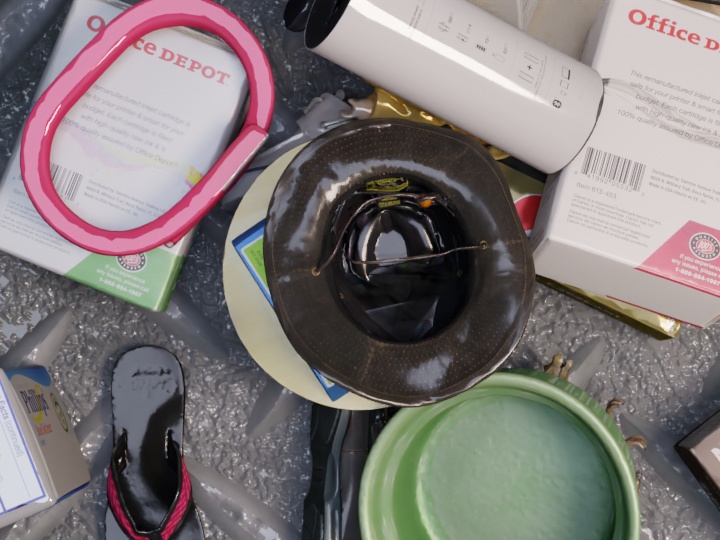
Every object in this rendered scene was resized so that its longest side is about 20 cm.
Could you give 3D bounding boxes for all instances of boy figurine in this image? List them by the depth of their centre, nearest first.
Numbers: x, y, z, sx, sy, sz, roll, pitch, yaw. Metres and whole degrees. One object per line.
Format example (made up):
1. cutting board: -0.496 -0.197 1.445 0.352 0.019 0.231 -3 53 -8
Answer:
1. boy figurine: 0.037 -0.144 1.355 0.200 0.065 0.124 37 113 -19

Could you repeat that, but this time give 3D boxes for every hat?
1. hat: 0.023 0.000 1.308 0.199 0.081 0.202 1 76 -4

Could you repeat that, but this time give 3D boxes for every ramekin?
1. ramekin: 0.105 0.164 1.356 0.198 0.098 0.202 2 97 13

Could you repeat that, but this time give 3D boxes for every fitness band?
1. fitness band: -0.150 -0.102 1.348 0.144 0.037 0.200 43 85 3

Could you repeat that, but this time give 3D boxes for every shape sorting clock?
1. shape sorting clock: 0.000 0.000 1.366 0.198 0.039 0.202 0 84 -1

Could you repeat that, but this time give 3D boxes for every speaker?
1. speaker: 0.063 -0.143 1.281 0.199 0.081 0.082 25 87 -21

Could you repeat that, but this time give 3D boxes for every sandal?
1. sandal: -0.158 0.157 1.414 0.075 0.045 0.202 -5 88 -1

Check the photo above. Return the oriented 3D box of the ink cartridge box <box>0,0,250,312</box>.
1. ink cartridge box: -0.175 -0.087 1.405 0.144 0.088 0.201 21 89 -1

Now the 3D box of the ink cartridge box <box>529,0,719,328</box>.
1. ink cartridge box: 0.215 -0.081 1.356 0.144 0.084 0.201 18 73 -3

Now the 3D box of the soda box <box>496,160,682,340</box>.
1. soda box: 0.154 -0.018 1.415 0.199 0.068 0.064 25 87 0

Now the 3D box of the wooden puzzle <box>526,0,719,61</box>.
1. wooden puzzle: 0.169 -0.190 1.442 0.185 0.037 0.200 42 92 1

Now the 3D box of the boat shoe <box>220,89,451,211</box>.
1. boat shoe: -0.016 -0.098 1.419 0.199 0.071 0.070 -17 79 -4

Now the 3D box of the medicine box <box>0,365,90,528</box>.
1. medicine box: -0.309 0.149 1.345 0.199 0.182 0.104 -22 88 -1

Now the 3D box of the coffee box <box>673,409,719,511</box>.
1. coffee box: 0.346 0.115 1.405 0.200 0.080 0.115 -36 88 -2

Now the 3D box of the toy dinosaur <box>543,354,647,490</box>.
1. toy dinosaur: 0.158 0.161 1.423 0.100 0.058 0.202 11 99 11

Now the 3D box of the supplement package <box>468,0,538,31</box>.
1. supplement package: 0.045 -0.290 1.329 0.190 0.200 0.148 18 73 13

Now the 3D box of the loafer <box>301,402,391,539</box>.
1. loafer: -0.003 0.135 1.414 0.062 0.072 0.202 6 92 -21

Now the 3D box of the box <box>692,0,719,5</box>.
1. box: 0.313 -0.288 1.410 0.157 0.048 0.201 10 70 0
